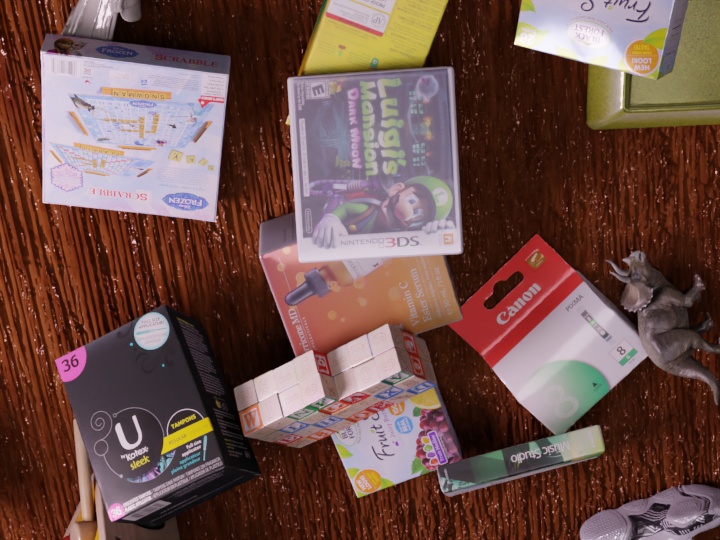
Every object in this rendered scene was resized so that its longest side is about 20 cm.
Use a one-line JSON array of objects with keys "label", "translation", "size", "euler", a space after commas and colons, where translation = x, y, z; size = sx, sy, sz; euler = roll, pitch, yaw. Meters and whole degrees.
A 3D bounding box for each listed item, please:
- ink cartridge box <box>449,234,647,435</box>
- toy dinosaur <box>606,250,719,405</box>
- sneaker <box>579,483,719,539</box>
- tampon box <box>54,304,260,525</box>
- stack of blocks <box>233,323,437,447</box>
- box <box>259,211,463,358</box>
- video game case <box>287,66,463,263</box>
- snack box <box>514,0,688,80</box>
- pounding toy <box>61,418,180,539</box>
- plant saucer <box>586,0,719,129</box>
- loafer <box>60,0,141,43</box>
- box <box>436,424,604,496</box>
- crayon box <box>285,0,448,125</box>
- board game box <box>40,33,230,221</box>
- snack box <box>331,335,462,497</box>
[{"label": "ink cartridge box", "translation": [0.227, 0.080, 1.632], "size": [0.200, 0.050, 0.161], "euler": [41, 104, -19]}, {"label": "toy dinosaur", "translation": [0.367, 0.067, 1.605], "size": [0.101, 0.077, 0.202], "euler": [-19, 87, 3]}, {"label": "sneaker", "translation": [0.388, 0.350, 1.734], "size": [0.198, 0.075, 0.116], "euler": [-17, 112, 9]}, {"label": "tampon box", "translation": [-0.231, 0.168, 1.551], "size": [0.149, 0.126, 0.201], "euler": [-27, 73, 7]}, {"label": "stack of blocks", "translation": [-0.028, 0.131, 1.530], "size": [0.199, 0.059, 0.115], "euler": [-27, 154, 23]}, {"label": "box", "translation": [0.000, 0.000, 1.556], "size": [0.198, 0.107, 0.154], "euler": [-18, 112, 4]}, {"label": "video game case", "translation": [0.016, -0.114, 1.465], "size": [0.180, 0.023, 0.202], "euler": [-3, 93, 3]}, {"label": "snack box", "translation": [0.264, -0.319, 1.427], "size": [0.167, 0.068, 0.202], "euler": [18, 114, 24]}, {"label": "pounding toy", "translation": [-0.308, 0.321, 1.641], "size": [0.141, 0.184, 0.201], "euler": [19, 110, -23]}, {"label": "plant saucer", "translation": [0.356, -0.251, 1.507], "size": [0.198, 0.048, 0.202], "euler": [-3, 112, -2]}, {"label": "loafer", "translation": [-0.263, -0.294, 1.450], "size": [0.069, 0.070, 0.201], "euler": [23, 116, -16]}, {"label": "box", "translation": [0.193, 0.232, 1.642], "size": [0.198, 0.144, 0.037], "euler": [-17, 78, 3]}, {"label": "crayon box", "translation": [0.005, -0.239, 1.491], "size": [0.126, 0.051, 0.202], "euler": [19, 109, -10]}, {"label": "board game box", "translation": [-0.248, -0.153, 1.486], "size": [0.198, 0.041, 0.201], "euler": [7, 130, -6]}, {"label": "snack box", "translation": [0.025, 0.162, 1.650], "size": [0.141, 0.053, 0.202], "euler": [-20, 111, 7]}]
